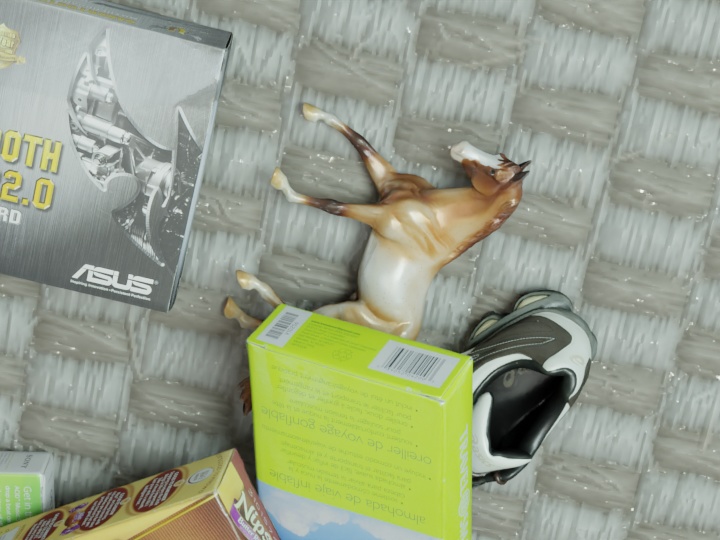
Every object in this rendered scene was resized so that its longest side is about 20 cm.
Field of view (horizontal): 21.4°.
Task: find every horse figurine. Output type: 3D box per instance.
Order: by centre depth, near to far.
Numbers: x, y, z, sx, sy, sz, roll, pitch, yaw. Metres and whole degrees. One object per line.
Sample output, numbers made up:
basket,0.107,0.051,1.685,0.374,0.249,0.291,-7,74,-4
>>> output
horse figurine,0.000,0.000,1.081,0.132,0.050,0.201,23,107,-1

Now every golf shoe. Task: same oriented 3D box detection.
golf shoe,0.050,0.094,1.088,0.078,0.095,0.200,42,107,-13

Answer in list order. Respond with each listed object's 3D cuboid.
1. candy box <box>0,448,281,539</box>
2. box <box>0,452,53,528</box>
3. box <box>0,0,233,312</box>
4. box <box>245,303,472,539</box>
candy box,-0.138,0.188,1.081,0.199,0.056,0.117,-21,108,16
box,-0.283,0.178,1.150,0.199,0.036,0.145,2,109,2
box,-0.183,-0.077,1.060,0.199,0.048,0.159,14,109,-3
box,0.001,0.124,1.062,0.122,0.048,0.201,15,128,23
